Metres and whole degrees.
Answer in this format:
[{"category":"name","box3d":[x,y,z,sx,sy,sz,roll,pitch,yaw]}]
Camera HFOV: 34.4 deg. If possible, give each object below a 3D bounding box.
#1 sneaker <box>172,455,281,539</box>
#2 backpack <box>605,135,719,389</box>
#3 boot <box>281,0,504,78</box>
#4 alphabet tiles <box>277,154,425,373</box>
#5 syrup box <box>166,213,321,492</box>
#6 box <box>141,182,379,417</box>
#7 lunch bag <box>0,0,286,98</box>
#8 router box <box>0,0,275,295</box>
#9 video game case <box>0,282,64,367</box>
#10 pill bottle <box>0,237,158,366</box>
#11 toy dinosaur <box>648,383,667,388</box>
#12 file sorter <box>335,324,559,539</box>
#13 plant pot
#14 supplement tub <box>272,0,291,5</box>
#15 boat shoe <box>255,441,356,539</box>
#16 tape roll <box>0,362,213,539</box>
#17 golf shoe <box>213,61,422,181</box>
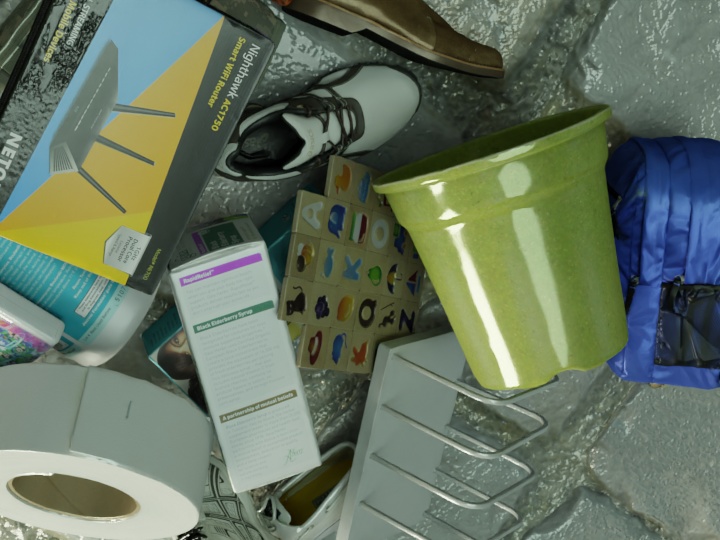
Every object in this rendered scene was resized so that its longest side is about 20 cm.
[{"category":"sneaker","box3d":[-0.125,0.223,0.978,0.076,0.199,0.087,-58,156,16]},{"category":"backpack","box3d":[0.260,-0.017,1.032,0.165,0.163,0.203,5,109,-3]},{"category":"boot","box3d":[0.039,-0.212,0.948,0.197,0.074,0.077,19,92,-20]},{"category":"alphabet tiles","box3d":[0.000,0.000,0.965,0.199,0.006,0.169,12,86,-56]},{"category":"syrup box","box3d":[-0.096,0.066,0.935,0.080,0.079,0.203,-16,112,-11]},{"category":"box","box3d":[-0.086,0.025,0.996,0.200,0.049,0.082,-42,115,0]},{"category":"lunch bag","box3d":[-0.169,-0.166,0.867,0.164,0.118,0.201,39,92,-26]},{"category":"router box","box3d":[-0.169,-0.103,0.797,0.148,0.051,0.202,22,103,-26]},{"category":"video game case","box3d":[-0.347,0.029,0.869,0.199,0.024,0.181,36,135,-24]},{"category":"pill bottle","box3d":[-0.258,-0.020,0.891,0.199,0.111,0.111,36,95,-25]},{"category":"toy dinosaur","box3d":[0.369,0.048,1.156,0.087,0.047,0.202,31,94,-18]},{"category":"file sorter","box3d":[0.081,0.169,1.030,0.138,0.123,0.203,-10,116,-54]},{"category":"plant pot","box3d":[0.130,-0.013,0.932,0.198,0.200,0.187,-20,98,-10]},{"category":"supplement tub","box3d":[-0.022,-0.302,0.855,0.200,0.122,0.122,-49,115,-4]},{"category":"boat shoe","box3d":[-0.074,0.224,1.042,0.201,0.075,0.087,-35,138,-7]},{"category":"tape roll","box3d":[-0.217,0.146,0.912,0.200,0.202,0.072,22,57,-23]},{"category":"golf shoe","box3d":[-0.032,-0.111,0.943,0.197,0.094,0.079,-20,112,-12]}]
